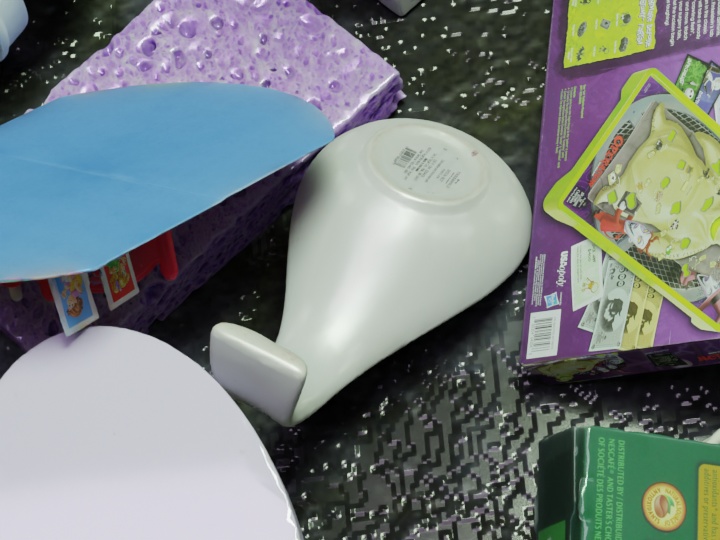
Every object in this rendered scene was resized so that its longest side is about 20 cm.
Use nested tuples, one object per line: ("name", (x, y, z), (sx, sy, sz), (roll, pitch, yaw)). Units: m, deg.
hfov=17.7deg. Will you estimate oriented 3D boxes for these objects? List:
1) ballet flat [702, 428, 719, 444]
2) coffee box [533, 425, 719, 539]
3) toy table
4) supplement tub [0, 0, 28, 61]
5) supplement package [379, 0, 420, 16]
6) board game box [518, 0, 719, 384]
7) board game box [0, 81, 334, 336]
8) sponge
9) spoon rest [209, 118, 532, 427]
("ballet flat", (0.121, 0.144, 0.870), (0.069, 0.069, 0.200), (15, 69, 15))
("coffee box", (0.159, 0.129, 0.829), (0.200, 0.044, 0.123), (8, 74, -19))
("toy table", (-0.074, 0.133, 0.874), (0.184, 0.117, 0.200), (-7, 65, 4))
("supplement tub", (-0.250, -0.071, 0.976), (0.145, 0.145, 0.200), (32, 73, 20))
("supplement package", (0.007, -0.227, 0.982), (0.121, 0.200, 0.120), (-43, 67, -11))
("board game box", (0.130, -0.055, 0.954), (0.120, 0.032, 0.200), (-11, 61, 38))
("board game box", (-0.108, -0.023, 0.925), (0.158, 0.039, 0.200), (12, 31, 40))
("sponge", (-0.089, -0.048, 1.007), (0.200, 0.030, 0.112), (-43, 67, -11))
("spoon rest", (0.000, 0.000, 0.933), (0.099, 0.061, 0.200), (28, 40, 14))
